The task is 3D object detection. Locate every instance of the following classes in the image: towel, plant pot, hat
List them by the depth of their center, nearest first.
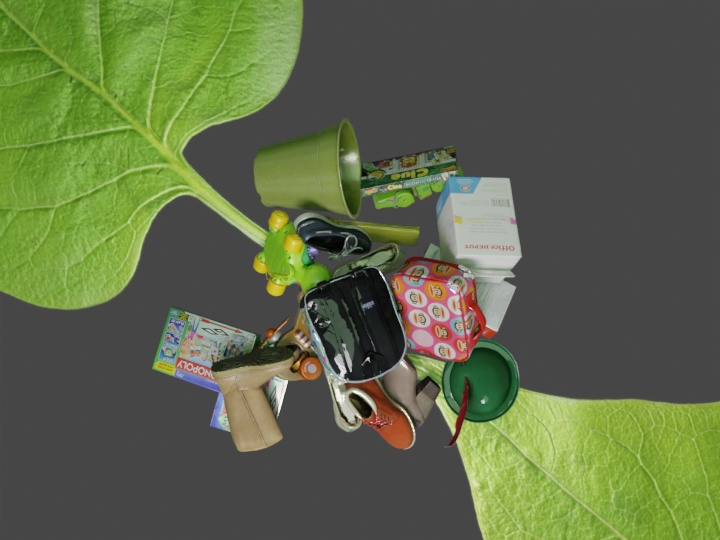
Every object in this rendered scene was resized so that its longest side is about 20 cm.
[{"bbox_3d":[0.249,0.242,1.431,0.165,0.176,0.201,6,88,1],"label":"hat"},{"bbox_3d":[-0.109,-0.198,1.461,0.189,0.200,0.201,-3,88,13],"label":"plant pot"},{"bbox_3d":[0.020,-0.081,1.493,0.199,0.086,0.018,6,72,0],"label":"towel"}]

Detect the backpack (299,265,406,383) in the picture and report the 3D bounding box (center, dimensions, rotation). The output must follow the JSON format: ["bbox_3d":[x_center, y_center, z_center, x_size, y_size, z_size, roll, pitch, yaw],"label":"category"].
[{"bbox_3d":[-0.011,0.111,1.363,0.177,0.151,0.201,-22,82,-13],"label":"backpack"}]

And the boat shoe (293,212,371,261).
[{"bbox_3d":[-0.046,-0.058,1.424,0.075,0.200,0.062,-35,56,25],"label":"boat shoe"}]

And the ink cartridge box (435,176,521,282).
[{"bbox_3d":[0.230,-0.068,1.428,0.128,0.125,0.201,2,66,-8],"label":"ink cartridge box"}]

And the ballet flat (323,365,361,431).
[{"bbox_3d":[-0.036,0.233,1.485,0.069,0.069,0.201,-14,88,0],"label":"ballet flat"}]

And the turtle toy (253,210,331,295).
[{"bbox_3d":[-0.131,-0.020,1.455,0.200,0.101,0.146,53,129,39],"label":"turtle toy"}]

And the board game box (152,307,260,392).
[{"bbox_3d":[-0.319,0.168,1.490,0.199,0.029,0.135,16,88,13],"label":"board game box"}]

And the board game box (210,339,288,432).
[{"bbox_3d":[-0.223,0.245,1.513,0.134,0.029,0.201,15,88,0],"label":"board game box"}]

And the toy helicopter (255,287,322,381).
[{"bbox_3d":[-0.134,0.124,1.468,0.132,0.079,0.201,18,76,-18],"label":"toy helicopter"}]

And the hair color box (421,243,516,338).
[{"bbox_3d":[0.204,0.042,1.482,0.199,0.064,0.111,28,69,1],"label":"hair color box"}]

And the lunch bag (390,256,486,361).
[{"bbox_3d":[0.156,0.078,1.375,0.176,0.082,0.201,11,129,29],"label":"lunch bag"}]

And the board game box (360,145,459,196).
[{"bbox_3d":[0.099,-0.204,1.474,0.199,0.105,0.024,-10,129,10],"label":"board game box"}]

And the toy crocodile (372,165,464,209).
[{"bbox_3d":[0.122,-0.174,1.509,0.199,0.062,0.068,-22,47,1],"label":"toy crocodile"}]

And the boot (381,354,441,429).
[{"bbox_3d":[0.063,0.246,1.479,0.200,0.070,0.146,43,98,-7],"label":"boot"}]

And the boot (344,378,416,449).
[{"bbox_3d":[0.035,0.287,1.410,0.075,0.107,0.200,-35,100,17],"label":"boot"}]

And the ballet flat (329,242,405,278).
[{"bbox_3d":[0.000,0.000,1.499,0.199,0.069,0.070,-29,88,0],"label":"ballet flat"}]

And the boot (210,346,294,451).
[{"bbox_3d":[-0.191,0.255,1.428,0.174,0.066,0.201,-10,116,9],"label":"boot"}]
